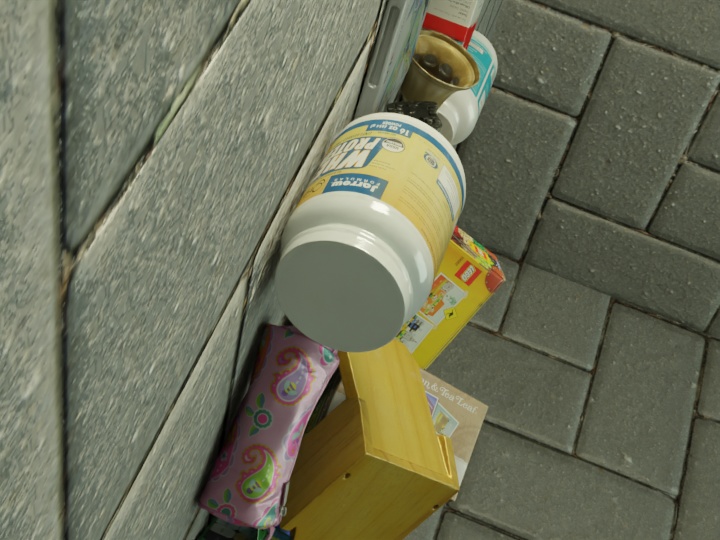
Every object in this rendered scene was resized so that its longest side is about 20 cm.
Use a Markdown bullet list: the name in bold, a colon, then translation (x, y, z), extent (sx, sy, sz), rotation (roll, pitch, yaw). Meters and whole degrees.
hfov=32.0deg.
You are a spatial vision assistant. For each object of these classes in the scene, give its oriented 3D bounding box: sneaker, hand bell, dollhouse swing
- **sneaker**: translation (0.055, -0.123, 1.354), extent (0.200, 0.074, 0.089), rotation (-60, 149, -70)
- **hand bell**: translation (0.061, -0.194, 1.595), extent (0.201, 0.103, 0.105), rotation (-58, -176, 40)
- **dollhouse swing**: translation (-0.010, 0.186, 1.401), extent (0.181, 0.177, 0.199), rotation (-42, 144, 15)

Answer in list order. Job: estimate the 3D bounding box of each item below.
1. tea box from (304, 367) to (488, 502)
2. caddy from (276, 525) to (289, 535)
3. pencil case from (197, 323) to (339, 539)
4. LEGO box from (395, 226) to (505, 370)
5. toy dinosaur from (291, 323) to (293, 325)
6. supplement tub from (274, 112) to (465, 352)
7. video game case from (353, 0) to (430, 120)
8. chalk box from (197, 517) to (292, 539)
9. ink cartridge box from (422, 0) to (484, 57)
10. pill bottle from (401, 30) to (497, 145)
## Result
- **tea box**: translation (0.019, 0.196, 1.590), extent (0.196, 0.198, 0.135), rotation (-30, -147, 63)
- **caddy**: translation (-0.118, 0.384, 1.493), extent (0.105, 0.139, 0.202), rotation (108, 4, -69)
- **pencil case**: translation (-0.087, 0.153, 1.221), extent (0.087, 0.086, 0.203), rotation (65, 45, -84)
- **LEGO box**: translation (0.069, 0.028, 1.659), extent (0.200, 0.148, 0.077), rotation (-49, -161, 16)
- **toy dinosaur**: translation (-0.060, 0.054, 1.395), extent (0.101, 0.057, 0.203), rotation (53, 49, -67)
- **supplement tub**: translation (0.010, -0.037, 1.157), extent (0.201, 0.143, 0.146), rotation (-65, 174, -48)
- **video game case**: translation (0.048, -0.270, 1.357), extent (0.201, 0.022, 0.184), rotation (-62, 171, -60)
- **chalk box**: translation (-0.123, 0.343, 1.354), extent (0.125, 0.122, 0.203), rotation (-36, 147, -82)
- **ink cartridge box**: translation (0.129, -0.367, 1.604), extent (0.116, 0.066, 0.203), rotation (-57, 166, -67)
- **pill bottle**: translation (0.121, -0.249, 1.760), extent (0.201, 0.109, 0.112), rotation (-64, 173, -48)
